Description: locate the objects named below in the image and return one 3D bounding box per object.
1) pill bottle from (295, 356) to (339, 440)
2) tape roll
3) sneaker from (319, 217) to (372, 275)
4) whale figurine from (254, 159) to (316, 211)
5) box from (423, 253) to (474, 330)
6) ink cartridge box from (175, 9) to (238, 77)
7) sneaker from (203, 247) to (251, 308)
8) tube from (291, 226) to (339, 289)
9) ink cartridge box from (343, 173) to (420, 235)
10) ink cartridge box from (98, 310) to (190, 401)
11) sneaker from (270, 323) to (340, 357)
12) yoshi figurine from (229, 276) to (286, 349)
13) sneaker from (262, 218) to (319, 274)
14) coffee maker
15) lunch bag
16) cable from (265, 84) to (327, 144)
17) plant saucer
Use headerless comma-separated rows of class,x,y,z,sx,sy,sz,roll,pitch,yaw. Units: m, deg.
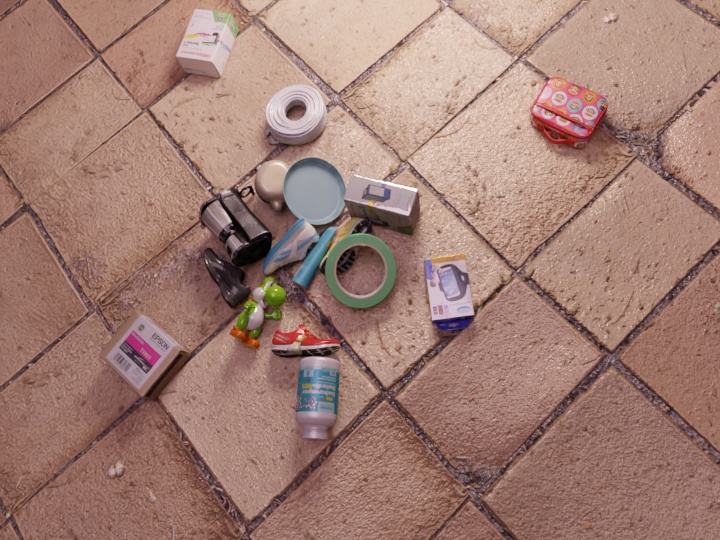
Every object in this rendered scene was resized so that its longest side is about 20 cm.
pill bottle,-0.112,0.334,1.513,0.108,0.111,0.204,-1,71,8
tape roll,0.000,0.000,1.603,0.196,0.048,0.205,0,95,-2
sneaker,-0.048,-0.071,1.675,0.200,0.078,0.090,-48,33,2
whale figurine,-0.225,-0.243,1.756,0.197,0.104,0.162,24,73,-9
box,0.243,0.060,1.592,0.116,0.042,0.204,-8,68,6
ink cartridge box,-0.521,-0.776,1.984,0.142,0.084,0.204,12,73,13
sneaker,-0.390,0.012,1.700,0.090,0.076,0.202,-31,76,-14
tube,-0.128,-0.043,1.677,0.077,0.050,0.202,11,68,60
ink cartridge box,0.063,-0.186,1.650,0.196,0.146,0.089,18,75,13
ink cartridge box,-0.610,0.239,1.645,0.198,0.075,0.166,34,80,19
sneaker,-0.151,0.188,1.592,0.195,0.077,0.087,0,65,8
yoshi figurine,-0.275,0.114,1.626,0.110,0.113,0.203,25,73,0
sneaker,-0.206,-0.053,1.681,0.200,0.081,0.077,-44,26,11
coffee maker,-0.345,-0.137,1.704,0.192,0.135,0.200,-41,70,-7
lunch bag,0.599,-0.453,1.700,0.198,0.082,0.178,32,82,19
cable,-0.204,-0.496,1.843,0.196,0.069,0.204,6,72,11
plant saucer,-0.137,-0.233,1.720,0.196,0.027,0.205,4,81,-23
